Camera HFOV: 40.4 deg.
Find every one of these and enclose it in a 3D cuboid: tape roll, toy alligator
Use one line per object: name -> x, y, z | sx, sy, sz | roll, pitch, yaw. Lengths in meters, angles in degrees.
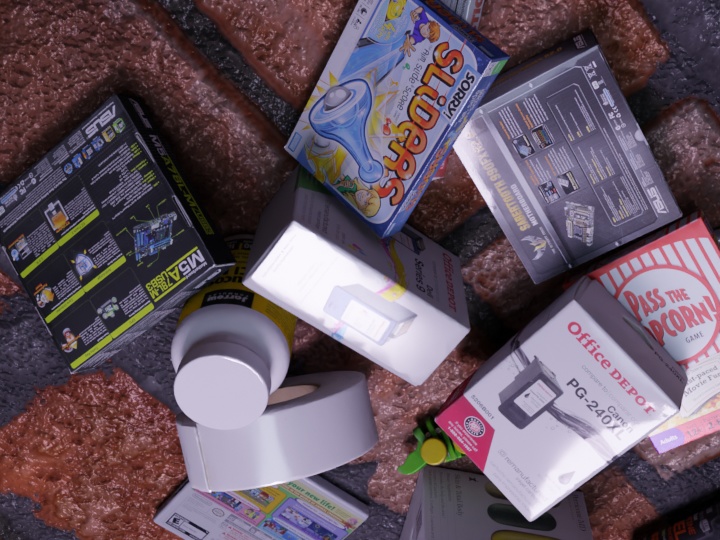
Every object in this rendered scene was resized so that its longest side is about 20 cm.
tape roll -> -0.086, 0.162, 1.006 | 0.202, 0.202, 0.071 | -11, 94, 9
toy alligator -> 0.128, 0.176, 1.099 | 0.200, 0.059, 0.054 | -22, 77, 15

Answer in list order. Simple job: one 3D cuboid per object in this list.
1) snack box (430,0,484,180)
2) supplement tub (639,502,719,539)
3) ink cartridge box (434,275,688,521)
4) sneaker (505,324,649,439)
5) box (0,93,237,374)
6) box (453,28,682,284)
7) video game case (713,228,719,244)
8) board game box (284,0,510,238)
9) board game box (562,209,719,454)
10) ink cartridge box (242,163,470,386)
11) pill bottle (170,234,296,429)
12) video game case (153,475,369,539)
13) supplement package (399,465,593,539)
snack box -> 0.061, -0.185, 0.867 | 0.072, 0.024, 0.200 | 27, 120, 30
supplement tub -> 0.424, 0.333, 1.150 | 0.200, 0.107, 0.107 | -33, 115, 19
ink cartridge box -> 0.197, 0.126, 0.968 | 0.145, 0.083, 0.200 | 46, 117, 5
sneaker -> 0.245, 0.122, 1.044 | 0.200, 0.081, 0.075 | 17, 118, -8
box -> -0.244, -0.033, 0.935 | 0.200, 0.048, 0.193 | -36, 82, 21
box -> 0.191, -0.102, 0.929 | 0.158, 0.048, 0.200 | -27, 116, 18
video game case -> 0.450, 0.016, 1.006 | 0.200, 0.022, 0.182 | -18, 119, 12
board game box -> 0.026, -0.146, 0.867 | 0.135, 0.034, 0.200 | 43, 126, 17
board game box -> 0.318, 0.063, 0.976 | 0.151, 0.046, 0.200 | -30, 92, 24
ink cartridge box -> 0.000, 0.000, 0.941 | 0.200, 0.145, 0.088 | 34, 115, -16
pill bottle -> -0.120, 0.058, 0.949 | 0.112, 0.200, 0.112 | 1, 121, 1
video game case -> -0.122, 0.298, 1.199 | 0.200, 0.022, 0.182 | 35, 116, -17
supplement package -> 0.153, 0.345, 1.140 | 0.200, 0.152, 0.151 | 11, 120, -4
